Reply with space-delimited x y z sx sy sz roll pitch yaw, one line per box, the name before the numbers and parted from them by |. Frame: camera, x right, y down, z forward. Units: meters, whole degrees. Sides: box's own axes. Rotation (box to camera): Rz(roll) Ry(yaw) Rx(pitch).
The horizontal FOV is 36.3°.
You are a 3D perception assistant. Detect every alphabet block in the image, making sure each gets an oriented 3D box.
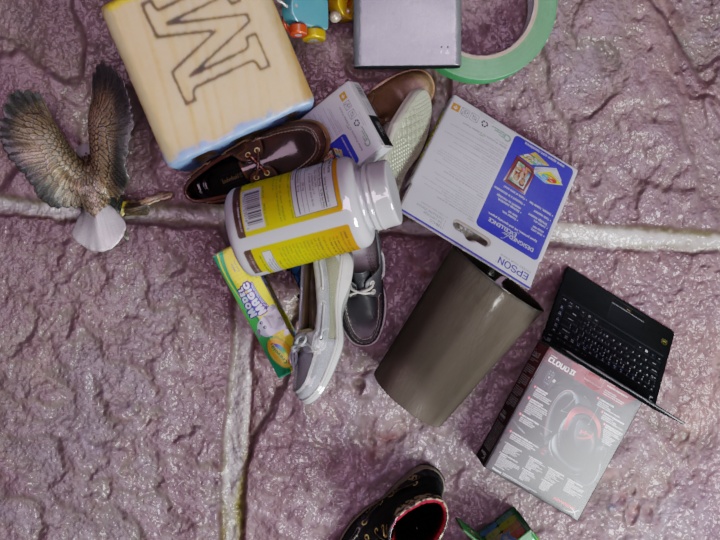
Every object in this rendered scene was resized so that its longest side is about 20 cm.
alphabet block | -0.182 -0.254 1.356 0.194 0.195 0.203 -24 95 -3

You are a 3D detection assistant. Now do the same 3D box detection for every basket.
basket | 0.119 0.088 1.409 0.136 0.180 0.201 42 101 29

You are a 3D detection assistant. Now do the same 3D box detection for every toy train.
toy train | -0.059 -0.378 1.401 0.200 0.055 0.151 -48 118 -35

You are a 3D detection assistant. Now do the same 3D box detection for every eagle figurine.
eagle figurine | -0.345 -0.139 1.376 0.149 0.202 0.152 19 52 33

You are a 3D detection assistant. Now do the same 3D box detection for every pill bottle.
pill bottle | -0.054 -0.068 1.299 0.197 0.109 0.111 -14 93 11

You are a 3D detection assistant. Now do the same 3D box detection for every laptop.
laptop | 0.331 0.090 1.390 0.176 0.104 0.201 31 54 -4

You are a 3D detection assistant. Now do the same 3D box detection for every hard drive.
hard drive | 0.059 -0.360 1.393 0.137 0.033 0.204 0 92 2

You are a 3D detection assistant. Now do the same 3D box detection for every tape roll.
tape roll | 0.156 -0.349 1.437 0.196 0.048 0.204 0 93 -3

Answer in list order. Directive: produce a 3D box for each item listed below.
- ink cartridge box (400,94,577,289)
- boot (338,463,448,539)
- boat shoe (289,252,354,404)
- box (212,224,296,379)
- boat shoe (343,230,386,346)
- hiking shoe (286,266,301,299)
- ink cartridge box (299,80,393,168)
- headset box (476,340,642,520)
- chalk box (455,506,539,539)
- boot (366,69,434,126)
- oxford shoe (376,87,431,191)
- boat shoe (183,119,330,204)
ink cartridge box | 0.160 -0.097 1.409 0.196 0.047 0.202 31 64 -5
boot | 0.039 0.343 1.410 0.200 0.151 0.073 -43 94 0
boat shoe | -0.057 0.061 1.335 0.064 0.074 0.205 20 68 -22
box | -0.133 0.035 1.406 0.048 0.117 0.202 -26 93 -2
boat shoe | 0.000 0.000 1.438 0.072 0.060 0.204 0 92 -2
hiking shoe | -0.086 -0.031 1.434 0.085 0.074 0.204 -9 83 3
ink cartridge box | -0.059 -0.139 1.369 0.199 0.037 0.096 -34 77 24
headset box | 0.267 0.201 1.452 0.147 0.075 0.202 28 91 -4
chalk box | 0.197 0.401 1.434 0.123 0.124 0.201 -37 95 0
boot | 0.015 -0.196 1.425 0.198 0.075 0.074 -34 91 -2
oxford shoe | 0.033 -0.147 1.393 0.057 0.075 0.202 14 72 37
boat shoe | -0.129 -0.126 1.349 0.198 0.070 0.071 -23 94 28
